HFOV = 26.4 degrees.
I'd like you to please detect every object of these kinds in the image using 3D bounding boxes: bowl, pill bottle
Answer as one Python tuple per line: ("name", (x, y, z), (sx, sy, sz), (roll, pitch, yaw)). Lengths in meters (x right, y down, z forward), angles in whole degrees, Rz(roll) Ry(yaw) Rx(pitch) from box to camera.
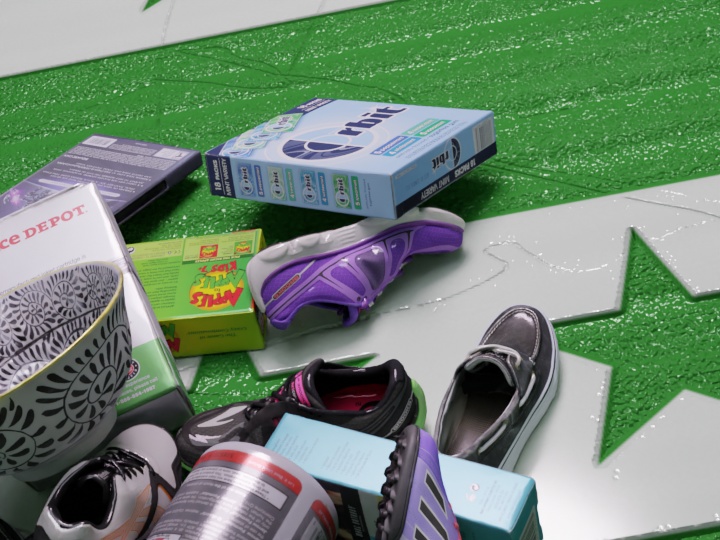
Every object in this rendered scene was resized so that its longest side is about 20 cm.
("bowl", (-0.235, 0.088, 1.102), (0.200, 0.094, 0.201), (-25, 22, 11))
("pill bottle", (-0.106, 0.226, 1.052), (0.115, 0.116, 0.200), (13, 49, 25))

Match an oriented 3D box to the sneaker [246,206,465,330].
("sneaker", (0.000, 0.000, 1.305), (0.199, 0.084, 0.081), (-18, -2, -20))

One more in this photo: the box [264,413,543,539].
("box", (0.029, 0.168, 1.104), (0.199, 0.083, 0.049), (12, 48, 24))

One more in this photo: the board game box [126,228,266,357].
("board game box", (-0.181, 0.025, 1.327), (0.199, 0.048, 0.102), (-6, 44, 8))

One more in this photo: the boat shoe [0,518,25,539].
("boat shoe", (-0.328, 0.192, 1.184), (0.199, 0.057, 0.069), (23, 54, 33))

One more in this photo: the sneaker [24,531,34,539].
("sneaker", (-0.216, 0.218, 1.120), (0.075, 0.080, 0.200), (26, 33, 23))

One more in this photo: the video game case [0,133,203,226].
("video game case", (-0.262, -0.069, 1.426), (0.142, 0.019, 0.200), (12, 38, 34))

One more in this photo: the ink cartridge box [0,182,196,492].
("ink cartridge box", (-0.236, 0.051, 1.234), (0.145, 0.084, 0.201), (-24, 65, -3))

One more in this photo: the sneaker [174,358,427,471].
("sneaker", (-0.050, 0.106, 1.185), (0.199, 0.084, 0.077), (-14, 43, -1))

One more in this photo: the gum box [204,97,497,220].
("gum box", (-0.007, -0.104, 1.361), (0.199, 0.045, 0.170), (8, 27, 35))

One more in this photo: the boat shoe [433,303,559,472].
("boat shoe", (0.106, 0.090, 1.172), (0.072, 0.071, 0.200), (5, 46, 19))

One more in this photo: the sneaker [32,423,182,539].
("sneaker", (-0.172, 0.159, 1.084), (0.073, 0.080, 0.200), (16, 28, 6))

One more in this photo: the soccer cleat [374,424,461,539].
("soccer cleat", (0.046, 0.204, 1.021), (0.073, 0.068, 0.201), (4, 83, -4))
